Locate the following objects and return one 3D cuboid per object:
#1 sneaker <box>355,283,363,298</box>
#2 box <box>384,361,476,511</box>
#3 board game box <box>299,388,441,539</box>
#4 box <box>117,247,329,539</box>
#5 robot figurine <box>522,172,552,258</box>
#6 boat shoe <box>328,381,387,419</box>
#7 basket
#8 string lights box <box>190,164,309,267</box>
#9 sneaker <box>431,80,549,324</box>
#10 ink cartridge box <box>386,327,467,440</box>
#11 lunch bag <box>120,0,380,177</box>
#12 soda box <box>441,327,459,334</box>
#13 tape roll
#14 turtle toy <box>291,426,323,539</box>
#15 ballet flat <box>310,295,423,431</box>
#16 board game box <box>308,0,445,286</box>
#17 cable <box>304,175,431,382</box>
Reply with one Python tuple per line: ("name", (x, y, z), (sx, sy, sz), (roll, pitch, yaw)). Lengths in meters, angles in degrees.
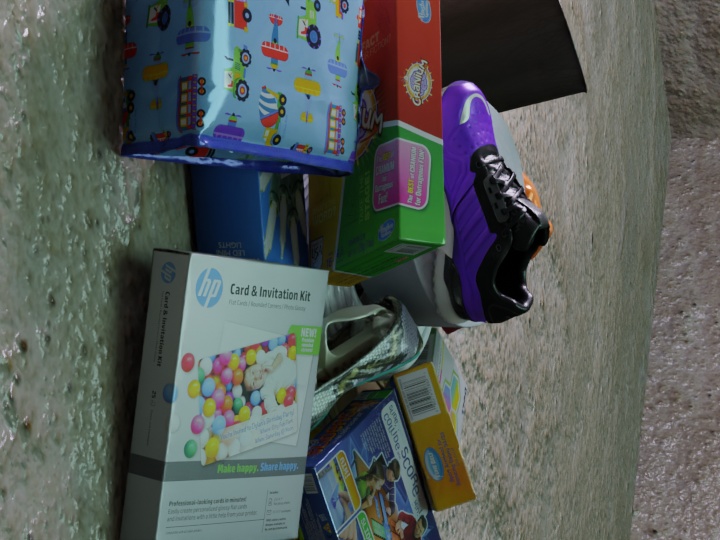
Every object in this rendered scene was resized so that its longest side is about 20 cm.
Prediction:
("sneaker", (0.035, 0.005, 1.531), (0.200, 0.076, 0.083), (-62, 136, -62))
("box", (0.058, 0.149, 1.351), (0.200, 0.041, 0.120), (109, -37, -81))
("board game box", (0.013, 0.214, 1.225), (0.135, 0.034, 0.202), (-38, 115, -53))
("box", (-0.093, 0.092, 1.084), (0.155, 0.041, 0.202), (8, 88, -54))
("robot figurine", (0.122, -0.052, 1.630), (0.200, 0.143, 0.118), (159, -87, -74))
("boat shoe", (0.012, 0.131, 1.467), (0.072, 0.064, 0.201), (-69, 153, -47))
("basket", (0.098, -0.212, 1.473), (0.181, 0.198, 0.137), (-100, 169, -46))
("string lights box", (-0.084, -0.045, 1.180), (0.103, 0.058, 0.202), (-41, 129, -68))
("sneaker", (0.111, -0.054, 1.249), (0.069, 0.099, 0.202), (-14, 103, -45))
("ink cartridge box", (0.074, 0.153, 1.667), (0.200, 0.059, 0.105), (62, 33, -55))
("lunch bag", (-0.060, -0.148, 1.071), (0.199, 0.094, 0.152), (4, 86, -43))
("soda box", (0.059, -0.038, 1.476), (0.200, 0.070, 0.064), (52, 30, -22))
("tape roll", (0.070, -0.051, 1.339), (0.199, 0.066, 0.203), (-1, 92, -56))
("turtle toy", (-0.019, 0.239, 1.316), (0.146, 0.100, 0.201), (-70, 159, -45))
("ballet flat", (-0.035, 0.078, 1.235), (0.199, 0.072, 0.073), (-32, 127, -29))
("board game box", (0.009, -0.102, 1.182), (0.040, 0.153, 0.202), (6, 74, -27))
("cable", (0.000, 0.000, 1.355), (0.199, 0.069, 0.202), (28, 68, -50))
